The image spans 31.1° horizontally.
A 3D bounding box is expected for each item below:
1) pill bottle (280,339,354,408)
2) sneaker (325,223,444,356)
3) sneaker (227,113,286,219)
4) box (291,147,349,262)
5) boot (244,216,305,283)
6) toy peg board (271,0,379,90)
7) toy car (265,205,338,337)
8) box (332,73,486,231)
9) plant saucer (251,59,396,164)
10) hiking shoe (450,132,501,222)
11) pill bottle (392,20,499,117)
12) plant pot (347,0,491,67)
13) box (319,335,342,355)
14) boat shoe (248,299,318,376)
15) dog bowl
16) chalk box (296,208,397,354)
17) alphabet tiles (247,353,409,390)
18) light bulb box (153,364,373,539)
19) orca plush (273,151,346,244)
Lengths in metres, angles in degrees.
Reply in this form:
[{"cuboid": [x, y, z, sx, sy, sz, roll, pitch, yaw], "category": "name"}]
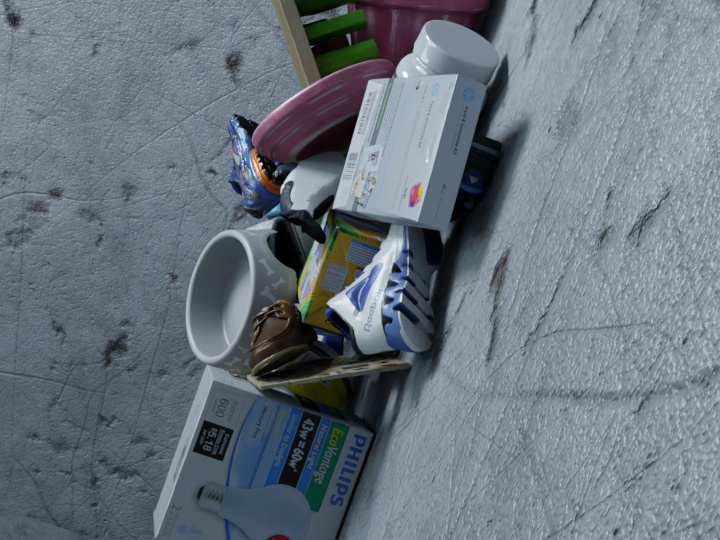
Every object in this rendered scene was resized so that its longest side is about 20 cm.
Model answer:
[{"cuboid": [-0.105, 0.185, 1.651, 0.200, 0.109, 0.109, -47, -4, -30], "category": "pill bottle"}, {"cuboid": [0.020, 0.016, 1.404, 0.115, 0.081, 0.199, -18, 40, 28], "category": "sneaker"}, {"cuboid": [-0.145, -0.139, 1.691, 0.078, 0.075, 0.200, -54, 30, 21], "category": "sneaker"}, {"cuboid": [-0.034, -0.112, 1.727, 0.200, 0.128, 0.109, -103, -3, -48], "category": "box"}, {"cuboid": [-0.114, 0.029, 1.720, 0.096, 0.074, 0.200, -24, 75, 54], "category": "boot"}, {"cuboid": [-0.047, -0.310, 1.655, 0.199, 0.098, 0.200, 90, 162, -83], "category": "toy peg board"}, {"cuboid": [-0.044, -0.016, 1.795, 0.200, 0.177, 0.184, -18, 62, 63], "category": "toy car"}, {"cuboid": [0.048, -0.128, 1.380, 0.200, 0.041, 0.156, 12, 86, 64], "category": "box"}, {"cuboid": [-0.036, -0.186, 1.594, 0.200, 0.051, 0.201, -28, -8, -4], "category": "plant saucer"}, {"cuboid": [0.086, -0.093, 1.413, 0.200, 0.074, 0.087, 144, 145, -75], "category": "hiking shoe"}, {"cuboid": [0.080, -0.184, 1.522, 0.114, 0.114, 0.200, -83, 16, -55], "category": "pill bottle"}, {"cuboid": [0.066, -0.314, 1.700, 0.200, 0.200, 0.179, -103, 18, -74], "category": "plant pot"}, {"cuboid": [-0.058, 0.113, 1.974, 0.200, 0.032, 0.121, -86, 18, -55], "category": "box"}, {"cuboid": [-0.100, 0.075, 1.500, 0.072, 0.068, 0.200, -28, 2, 7], "category": "boat shoe"}, {"cuboid": [-0.160, 0.038, 1.669, 0.200, 0.059, 0.200, -23, 61, 50], "category": "dog bowl"}, {"cuboid": [0.000, 0.000, 1.575, 0.200, 0.124, 0.124, -108, 39, -74], "category": "chalk box"}, {"cuboid": [-0.046, 0.115, 1.497, 0.200, 0.167, 0.008, 180, 82, -79], "category": "alphabet tiles"}, {"cuboid": [-0.116, 0.238, 1.511, 0.125, 0.200, 0.198, -155, 84, -79], "category": "light bulb box"}, {"cuboid": [-0.051, -0.073, 1.526, 0.200, 0.105, 0.071, -99, 11, -62], "category": "orca plush"}]
